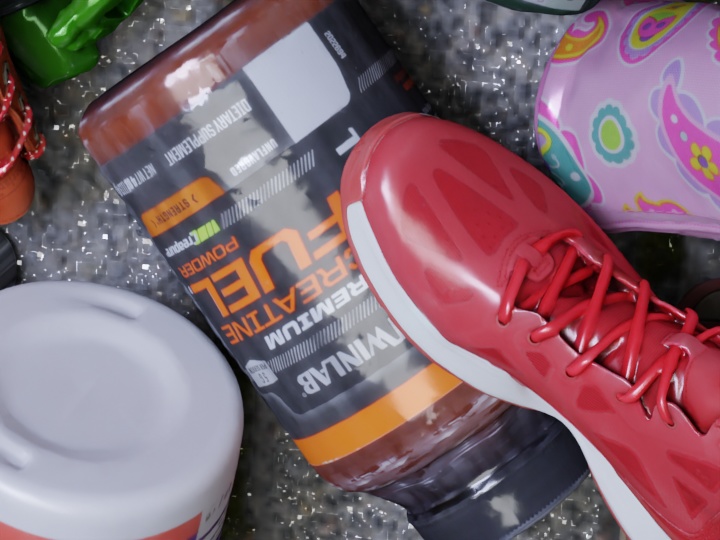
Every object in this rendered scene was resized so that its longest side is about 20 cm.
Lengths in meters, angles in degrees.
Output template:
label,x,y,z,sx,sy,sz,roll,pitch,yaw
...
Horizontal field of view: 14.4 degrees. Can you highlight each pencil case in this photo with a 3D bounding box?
label,x,y,z,sx,sy,sz,roll,pitch,yaw
pencil case,0.145,-0.037,0.885,0.200,0.087,0.088,17,115,49

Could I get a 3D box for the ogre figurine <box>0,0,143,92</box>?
label,x,y,z,sx,sy,sz,roll,pitch,yaw
ogre figurine,-0.100,-0.157,0.952,0.098,0.200,0.120,-39,82,-23

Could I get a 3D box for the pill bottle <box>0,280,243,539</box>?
label,x,y,z,sx,sy,sz,roll,pitch,yaw
pill bottle,-0.110,0.111,1.003,0.111,0.112,0.201,20,132,7

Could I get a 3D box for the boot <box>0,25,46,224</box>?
label,x,y,z,sx,sy,sz,roll,pitch,yaw
boot,-0.139,-0.067,0.946,0.075,0.200,0.107,-40,93,-13

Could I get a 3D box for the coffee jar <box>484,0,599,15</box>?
label,x,y,z,sx,sy,sz,roll,pitch,yaw
coffee jar,0.078,-0.184,0.871,0.085,0.105,0.200,19,127,-15

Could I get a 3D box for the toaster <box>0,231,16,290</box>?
label,x,y,z,sx,sy,sz,roll,pitch,yaw
toaster,-0.241,0.027,1.026,0.180,0.119,0.201,28,110,3

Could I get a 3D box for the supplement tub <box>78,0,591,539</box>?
label,x,y,z,sx,sy,sz,roll,pitch,yaw
supplement tub,0.000,0.000,0.968,0.107,0.107,0.200,-34,96,20

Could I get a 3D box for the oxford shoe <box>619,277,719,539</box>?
label,x,y,z,sx,sy,sz,roll,pitch,yaw
oxford shoe,0.115,0.103,0.993,0.070,0.075,0.201,6,88,-13

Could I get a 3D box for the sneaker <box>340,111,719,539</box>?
label,x,y,z,sx,sy,sz,roll,pitch,yaw
sneaker,0.090,0.018,0.883,0.200,0.115,0.078,42,67,-14
